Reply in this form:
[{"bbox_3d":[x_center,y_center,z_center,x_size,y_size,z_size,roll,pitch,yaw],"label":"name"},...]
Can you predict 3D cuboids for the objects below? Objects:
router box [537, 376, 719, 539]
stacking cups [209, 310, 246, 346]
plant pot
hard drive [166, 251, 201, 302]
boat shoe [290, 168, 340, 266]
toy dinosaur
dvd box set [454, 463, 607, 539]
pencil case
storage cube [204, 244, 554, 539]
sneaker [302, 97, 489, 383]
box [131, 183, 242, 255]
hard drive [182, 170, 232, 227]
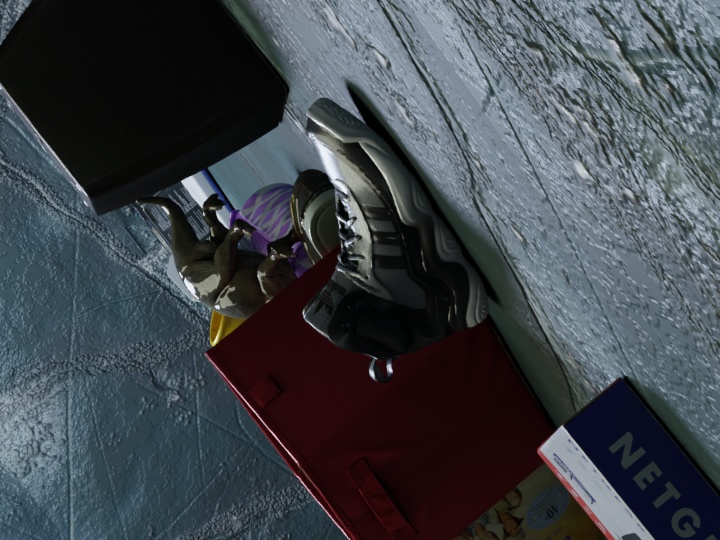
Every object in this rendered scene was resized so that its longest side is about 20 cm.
[{"bbox_3d":[0.198,0.168,1.381,0.200,0.049,0.180,51,174,8],"label":"router box"},{"bbox_3d":[-0.030,0.054,1.933,0.198,0.061,0.060,10,-178,-12],"label":"stacking cups"},{"bbox_3d":[-0.192,-0.157,1.782,0.201,0.177,0.200,52,173,1],"label":"plant pot"},{"bbox_3d":[-0.070,0.020,2.028,0.198,0.027,0.132,9,-172,-17],"label":"hard drive"},{"bbox_3d":[0.000,0.000,1.792,0.061,0.071,0.202,51,168,50],"label":"boat shoe"},{"bbox_3d":[-0.102,0.003,1.804,0.199,0.103,0.077,21,-155,-5],"label":"toy dinosaur"},{"bbox_3d":[0.100,0.202,1.845,0.201,0.146,0.029,53,171,-10],"label":"dvd box set"},{"bbox_3d":[-0.054,-0.024,1.949,0.085,0.085,0.200,10,-171,-21],"label":"pencil case"},{"bbox_3d":[0.017,0.099,1.706,0.200,0.179,0.171,45,172,50],"label":"storage cube"},{"bbox_3d":[-0.002,-0.014,1.495,0.201,0.114,0.075,54,173,-24],"label":"sneaker"},{"bbox_3d":[-0.238,-0.048,3.158,0.201,0.086,0.164,53,173,-15],"label":"box"},{"bbox_3d":[-0.227,-0.138,2.844,0.132,0.025,0.200,45,171,44],"label":"hard drive"}]
